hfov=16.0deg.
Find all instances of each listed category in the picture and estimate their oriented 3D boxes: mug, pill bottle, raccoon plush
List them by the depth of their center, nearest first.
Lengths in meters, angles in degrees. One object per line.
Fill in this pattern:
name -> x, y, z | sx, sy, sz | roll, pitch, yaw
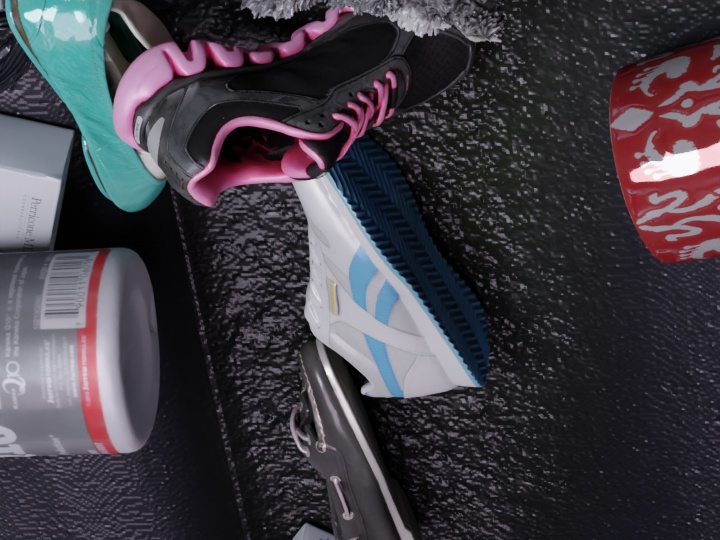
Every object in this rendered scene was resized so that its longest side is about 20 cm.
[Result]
raccoon plush -> 0.015, -0.150, 1.242 | 0.134, 0.200, 0.097 | 14, 105, -4
mug -> 0.247, -0.059, 1.319 | 0.199, 0.134, 0.178 | -13, 128, 23
pill bottle -> -0.219, 0.048, 1.426 | 0.199, 0.114, 0.114 | -2, 132, 8

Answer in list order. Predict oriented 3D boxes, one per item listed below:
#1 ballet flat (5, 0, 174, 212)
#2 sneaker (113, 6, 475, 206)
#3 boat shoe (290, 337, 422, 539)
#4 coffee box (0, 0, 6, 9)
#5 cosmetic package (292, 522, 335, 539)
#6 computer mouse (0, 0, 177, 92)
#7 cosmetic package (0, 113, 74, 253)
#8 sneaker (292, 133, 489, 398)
ballet flat -> -0.122, -0.092, 1.356 | 0.070, 0.068, 0.200 | -1, 149, 16
sneaker -> -0.022, -0.081, 1.321 | 0.199, 0.095, 0.079 | -18, 135, -20
boat shoe -> -0.012, 0.122, 1.561 | 0.057, 0.067, 0.200 | -20, 131, 4
coffee box -> -0.233, -0.232, 1.259 | 0.113, 0.080, 0.200 | 4, 133, 7
cosmetic package -> -0.001, 0.299, 1.689 | 0.199, 0.123, 0.200 | 25, 130, -15
computer mouse -> -0.150, -0.148, 1.365 | 0.200, 0.034, 0.059 | -26, 141, 34
cosmetic package -> -0.255, -0.011, 1.487 | 0.150, 0.052, 0.200 | 14, 133, -4
sneaker -> 0.000, 0.000, 1.445 | 0.081, 0.077, 0.200 | -14, 127, 23
